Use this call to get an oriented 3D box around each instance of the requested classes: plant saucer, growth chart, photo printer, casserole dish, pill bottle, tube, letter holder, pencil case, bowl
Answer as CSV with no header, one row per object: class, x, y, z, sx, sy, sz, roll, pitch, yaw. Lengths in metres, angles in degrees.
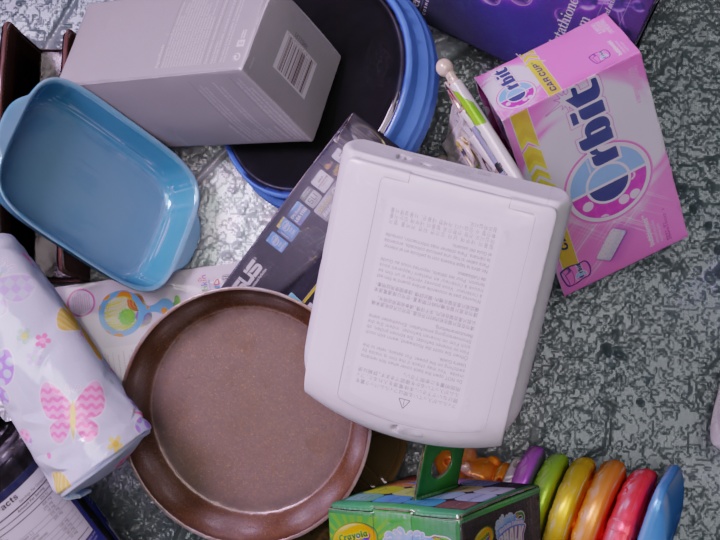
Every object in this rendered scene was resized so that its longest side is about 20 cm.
plant saucer,-0.087,0.110,1.085,0.197,0.034,0.204,1,99,7
growth chart,0.099,-0.066,1.092,0.018,0.200,0.146,-30,74,-8
photo printer,0.048,0.024,0.995,0.164,0.069,0.203,13,108,8
casserole dish,-0.212,-0.065,1.117,0.199,0.039,0.123,36,64,-35
pill bottle,-0.271,0.190,1.096,0.111,0.112,0.201,-34,103,-1
tube,-0.091,0.113,1.123,0.077,0.051,0.200,39,107,-14
letter holder,-0.283,-0.097,1.142,0.099,0.142,0.203,0,83,4
pencil case,-0.243,0.070,1.047,0.090,0.083,0.201,-37,89,-3
bowl,-0.031,-0.145,1.136,0.198,0.039,0.204,-10,71,31

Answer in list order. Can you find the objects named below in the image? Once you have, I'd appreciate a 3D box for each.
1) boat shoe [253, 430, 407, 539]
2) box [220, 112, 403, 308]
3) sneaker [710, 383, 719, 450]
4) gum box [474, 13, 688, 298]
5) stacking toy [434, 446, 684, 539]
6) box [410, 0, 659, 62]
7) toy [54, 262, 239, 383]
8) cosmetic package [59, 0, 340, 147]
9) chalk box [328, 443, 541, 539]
boat shoe,-0.035,0.202,1.134,0.073,0.065,0.200,36,69,17
box,0.000,0.000,1.093,0.161,0.049,0.200,38,126,-5
sneaker,0.373,0.075,1.120,0.145,0.081,0.203,20,82,-3
gum box,0.176,-0.082,1.097,0.112,0.201,0.066,-26,39,1
stacking toy,0.149,0.183,1.115,0.198,0.110,0.118,20,100,17
box,0.144,-0.247,1.116,0.198,0.149,0.105,25,57,7
toy,-0.184,0.066,1.166,0.197,0.047,0.117,-9,79,-2
cosmetic package,-0.129,-0.158,1.110,0.198,0.107,0.091,5,67,35
chalk box,0.058,0.223,1.061,0.123,0.124,0.203,-2,91,35
